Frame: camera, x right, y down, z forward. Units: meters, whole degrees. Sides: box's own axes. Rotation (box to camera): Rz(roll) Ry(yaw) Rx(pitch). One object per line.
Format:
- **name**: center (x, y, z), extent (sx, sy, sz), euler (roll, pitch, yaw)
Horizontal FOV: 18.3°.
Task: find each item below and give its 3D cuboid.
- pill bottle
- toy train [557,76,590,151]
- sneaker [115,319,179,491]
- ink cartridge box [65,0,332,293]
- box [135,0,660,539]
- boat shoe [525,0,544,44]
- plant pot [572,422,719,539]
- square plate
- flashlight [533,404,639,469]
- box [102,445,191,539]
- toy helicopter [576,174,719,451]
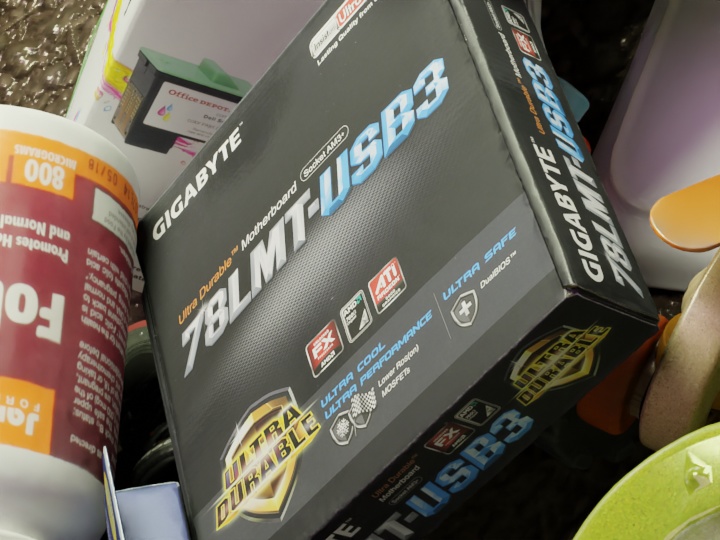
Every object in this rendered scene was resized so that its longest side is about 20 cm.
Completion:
- **pill bottle**: center (-0.147, 0.048, 0.849), extent (0.114, 0.114, 0.200), euler (-14, 59, 28)
- **toy train**: center (0.090, -0.106, 0.957), extent (0.150, 0.056, 0.200), euler (29, 83, 48)
- **sneaker**: center (-0.066, 0.077, 0.927), extent (0.071, 0.098, 0.200), euler (-43, 45, 8)
- **ink cartridge box**: center (-0.064, -0.106, 0.965), extent (0.145, 0.084, 0.200), euler (-80, 16, -44)
- **box**: center (0.000, 0.000, 0.815), extent (0.200, 0.050, 0.199), euler (-45, 44, 30)
- **boat shoe**: center (0.035, -0.118, 0.921), extent (0.074, 0.067, 0.200), euler (-37, 44, 17)
- **plant pot**: center (0.152, 0.138, 0.668), extent (0.200, 0.193, 0.201), euler (-17, 54, 25)
- **square plate**: center (0.186, -0.079, 0.895), extent (0.198, 0.028, 0.200), euler (9, 68, 39)
- **flashlight**: center (0.033, 0.013, 0.917), extent (0.068, 0.068, 0.200), euler (-50, 46, -2)
- **box**: center (-0.069, 0.165, 0.818), extent (0.032, 0.200, 0.121), euler (-8, 50, -10)
- **toy helicopter**: center (0.150, -0.024, 0.790), extent (0.079, 0.132, 0.200), euler (26, 69, 20)
